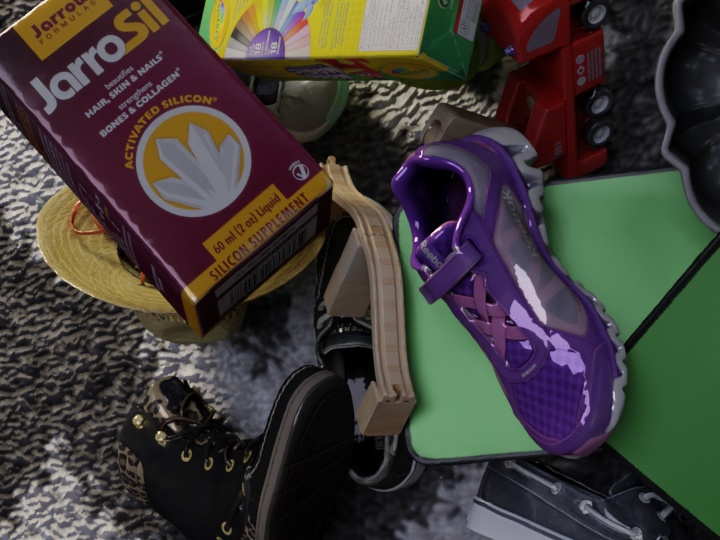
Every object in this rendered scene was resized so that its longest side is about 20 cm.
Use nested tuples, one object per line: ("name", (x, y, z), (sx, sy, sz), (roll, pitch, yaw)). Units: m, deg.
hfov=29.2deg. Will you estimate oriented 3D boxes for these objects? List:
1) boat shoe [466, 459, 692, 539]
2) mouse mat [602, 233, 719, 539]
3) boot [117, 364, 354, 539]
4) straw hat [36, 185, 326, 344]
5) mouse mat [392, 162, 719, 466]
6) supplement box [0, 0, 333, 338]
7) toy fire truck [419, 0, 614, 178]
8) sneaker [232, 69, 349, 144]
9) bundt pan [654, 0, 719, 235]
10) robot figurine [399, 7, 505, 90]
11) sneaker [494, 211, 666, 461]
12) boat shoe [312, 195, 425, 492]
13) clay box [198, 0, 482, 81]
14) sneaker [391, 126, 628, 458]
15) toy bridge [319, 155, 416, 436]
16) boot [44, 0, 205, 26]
("boat shoe", (0.159, 0.154, 0.814), (0.198, 0.072, 0.069), (17, 87, 32))
("mouse mat", (0.233, 0.083, 0.730), (0.199, 0.008, 0.162), (39, 111, 3))
("boot", (-0.084, 0.118, 0.888), (0.150, 0.073, 0.202), (35, 132, 30))
("straw hat", (-0.119, 0.002, 0.947), (0.199, 0.201, 0.086), (20, 129, 25))
("mouse mat", (0.117, 0.025, 0.797), (0.197, 0.008, 0.163), (-6, 76, 15))
("supplement box", (-0.120, -0.076, 0.828), (0.110, 0.086, 0.200), (-40, 80, -14))
("toy fire truck", (0.085, -0.086, 0.850), (0.140, 0.202, 0.049), (-26, 46, -13))
("sneaker", (-0.118, -0.129, 0.948), (0.197, 0.140, 0.079), (-4, 77, 23))
("bundt pan", (0.253, -0.099, 0.742), (0.199, 0.076, 0.205), (1, 100, 5))
("robot figurine", (0.073, -0.195, 0.877), (0.199, 0.176, 0.116), (-38, 85, -13))
("sneaker", (0.137, 0.018, 0.851), (0.200, 0.077, 0.088), (-45, 36, -5))
("boat shoe", (0.004, 0.042, 0.903), (0.070, 0.064, 0.203), (-16, 73, 19))
("clay box", (-0.013, -0.172, 0.808), (0.198, 0.047, 0.117), (8, 84, 46))
("sneaker", (0.072, 0.009, 0.747), (0.080, 0.088, 0.202), (-39, 60, 35))
("toy bridge", (0.000, 0.000, 0.842), (0.068, 0.027, 0.202), (114, 151, -42))
("boot", (-0.135, -0.235, 0.967), (0.196, 0.162, 0.074), (-26, 71, 16))
